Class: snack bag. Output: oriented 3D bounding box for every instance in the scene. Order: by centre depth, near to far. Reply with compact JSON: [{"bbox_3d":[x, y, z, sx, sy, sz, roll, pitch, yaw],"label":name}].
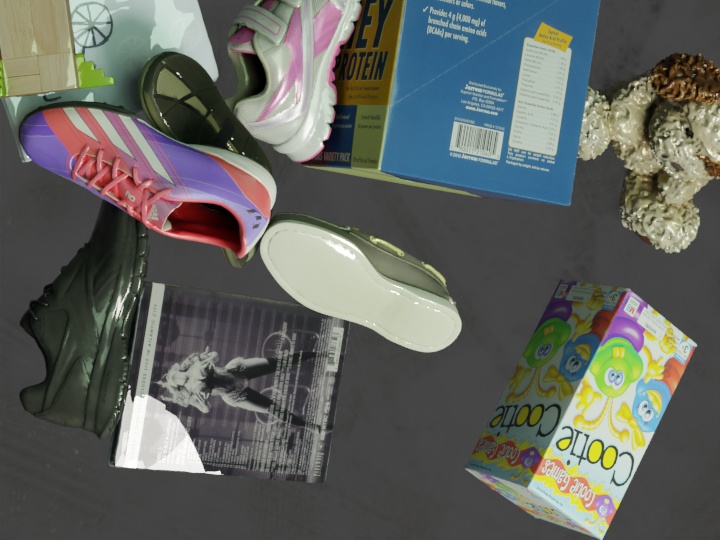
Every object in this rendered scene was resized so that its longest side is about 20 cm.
[{"bbox_3d":[-0.209,-0.207,1.214,0.187,0.021,0.202,-27,111,-26],"label":"snack bag"}]

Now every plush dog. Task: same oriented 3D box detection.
[{"bbox_3d":[0.298,-0.128,1.440,0.161,0.171,0.200,-50,116,-17],"label":"plush dog"}]

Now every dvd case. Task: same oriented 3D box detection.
[{"bbox_3d":[-0.105,0.095,1.309,0.198,0.016,0.151,9,91,-32],"label":"dvd case"}]

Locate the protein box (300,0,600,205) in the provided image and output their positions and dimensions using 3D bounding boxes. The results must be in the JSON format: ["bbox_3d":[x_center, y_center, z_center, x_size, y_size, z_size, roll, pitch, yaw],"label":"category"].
[{"bbox_3d":[0.077,-0.171,1.324,0.196,0.134,0.203,8,91,-31],"label":"protein box"}]

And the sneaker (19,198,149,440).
[{"bbox_3d":[-0.210,0.023,1.207,0.089,0.076,0.203,10,77,-6],"label":"sneaker"}]

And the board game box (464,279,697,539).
[{"bbox_3d":[0.201,0.124,1.445,0.103,0.104,0.202,35,76,-28],"label":"board game box"}]

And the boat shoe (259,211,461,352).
[{"bbox_3d":[-0.002,0.002,1.337,0.200,0.061,0.072,28,120,-27],"label":"boat shoe"}]

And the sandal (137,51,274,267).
[{"bbox_3d":[-0.125,-0.090,1.252,0.080,0.057,0.202,-57,136,-35],"label":"sandal"}]

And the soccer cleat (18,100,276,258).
[{"bbox_3d":[-0.162,-0.067,1.170,0.198,0.069,0.074,18,43,-4],"label":"soccer cleat"}]

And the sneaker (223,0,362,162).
[{"bbox_3d":[-0.059,-0.194,1.271,0.087,0.081,0.203,11,88,-33],"label":"sneaker"}]

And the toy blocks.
[{"bbox_3d":[-0.283,-0.189,1.121,0.197,0.100,0.139,-8,97,-7],"label":"toy blocks"}]
